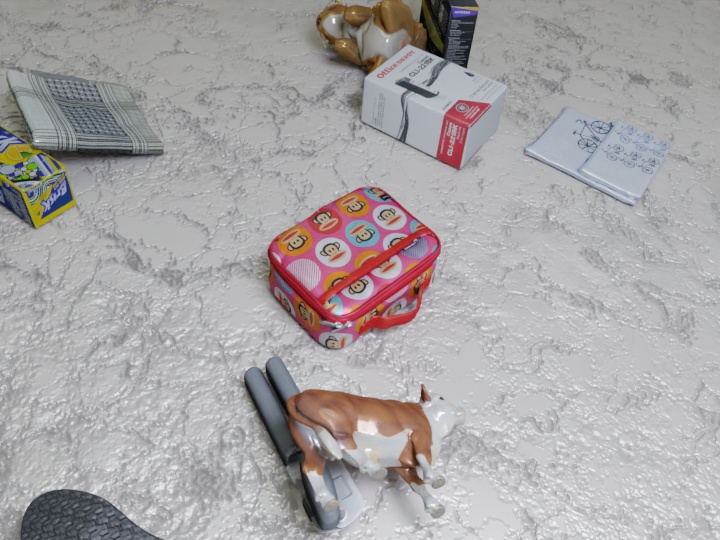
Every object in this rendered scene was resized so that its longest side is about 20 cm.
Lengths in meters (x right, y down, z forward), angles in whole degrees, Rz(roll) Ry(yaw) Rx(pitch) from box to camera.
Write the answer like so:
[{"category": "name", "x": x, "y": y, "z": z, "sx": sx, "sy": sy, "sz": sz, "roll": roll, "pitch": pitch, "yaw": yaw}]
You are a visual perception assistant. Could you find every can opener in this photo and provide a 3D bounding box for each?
[{"category": "can opener", "x": -0.058, "y": 0.162, "z": 0.631, "sx": 0.051, "sy": 0.068, "sz": 0.201, "roll": -20, "pitch": 47, "yaw": -22}]

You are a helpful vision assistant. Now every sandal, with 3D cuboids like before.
[{"category": "sandal", "x": -0.197, "y": 0.253, "z": 0.547, "sx": 0.195, "sy": 0.045, "sz": 0.076, "roll": 25, "pitch": 52, "yaw": -3}]

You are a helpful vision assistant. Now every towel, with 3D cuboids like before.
[{"category": "towel", "x": -0.405, "y": -0.237, "z": 0.945, "sx": 0.188, "sy": 0.035, "sz": 0.201, "roll": -5, "pitch": 43, "yaw": -41}]

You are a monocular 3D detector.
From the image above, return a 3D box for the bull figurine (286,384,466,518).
[{"category": "bull figurine", "x": 0.024, "y": 0.158, "z": 0.593, "sx": 0.194, "sy": 0.067, "sz": 0.122, "roll": 10, "pitch": 27, "yaw": -28}]

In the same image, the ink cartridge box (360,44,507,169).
[{"category": "ink cartridge box", "x": 0.117, "y": -0.270, "z": 1.042, "sx": 0.196, "sy": 0.085, "sz": 0.144, "roll": 29, "pitch": 51, "yaw": 21}]

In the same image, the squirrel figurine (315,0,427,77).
[{"category": "squirrel figurine", "x": 0.018, "y": -0.432, "z": 1.174, "sx": 0.184, "sy": 0.146, "sz": 0.197, "roll": 27, "pitch": 34, "yaw": 33}]

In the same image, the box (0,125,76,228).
[{"category": "box", "x": -0.479, "y": -0.139, "z": 0.865, "sx": 0.197, "sy": 0.065, "sz": 0.070, "roll": 30, "pitch": 49, "yaw": 20}]

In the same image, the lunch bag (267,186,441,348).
[{"category": "lunch bag", "x": 0.000, "y": 0.000, "z": 0.781, "sx": 0.198, "sy": 0.083, "sz": 0.176, "roll": -33, "pitch": 61, "yaw": -30}]

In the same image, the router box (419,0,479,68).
[{"category": "router box", "x": 0.152, "y": -0.441, "z": 1.157, "sx": 0.050, "sy": 0.160, "sz": 0.204, "roll": -2, "pitch": 47, "yaw": -8}]

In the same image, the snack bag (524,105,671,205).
[{"category": "snack bag", "x": 0.390, "y": -0.201, "z": 1.050, "sx": 0.197, "sy": 0.022, "sz": 0.188, "roll": 31, "pitch": 52, "yaw": 22}]
